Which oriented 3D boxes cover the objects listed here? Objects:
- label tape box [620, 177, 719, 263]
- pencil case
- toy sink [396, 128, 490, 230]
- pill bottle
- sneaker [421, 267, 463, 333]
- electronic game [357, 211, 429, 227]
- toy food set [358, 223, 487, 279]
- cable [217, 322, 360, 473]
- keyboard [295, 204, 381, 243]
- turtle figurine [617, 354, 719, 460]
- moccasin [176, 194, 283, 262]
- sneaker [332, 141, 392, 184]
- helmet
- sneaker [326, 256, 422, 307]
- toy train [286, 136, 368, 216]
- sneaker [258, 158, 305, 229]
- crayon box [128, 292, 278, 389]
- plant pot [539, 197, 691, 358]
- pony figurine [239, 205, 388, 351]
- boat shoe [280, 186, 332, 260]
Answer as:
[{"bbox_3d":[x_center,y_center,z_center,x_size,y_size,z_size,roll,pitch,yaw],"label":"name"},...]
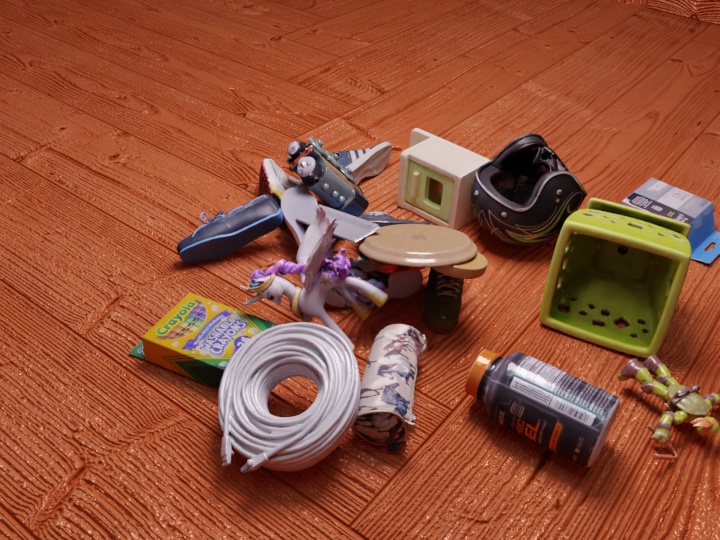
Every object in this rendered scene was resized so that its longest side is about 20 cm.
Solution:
[{"bbox_3d":[0.644,-0.104,1.480,0.200,0.066,0.143,30,44,33],"label":"label tape box"},{"bbox_3d":[0.047,0.161,1.056,0.089,0.078,0.200,9,37,7],"label":"pencil case"},{"bbox_3d":[0.146,-0.187,1.492,0.200,0.131,0.112,32,45,31],"label":"toy sink"},{"bbox_3d":[0.248,0.183,1.023,0.199,0.107,0.106,24,41,26],"label":"pill bottle"},{"bbox_3d":[0.146,0.010,1.258,0.067,0.090,0.200,9,37,5],"label":"sneaker"},{"bbox_3d":[0.029,-0.088,1.356,0.199,0.042,0.200,4,5,0],"label":"electronic game"},{"bbox_3d":[0.095,-0.032,1.187,0.199,0.049,0.198,-4,19,-12],"label":"toy food set"},{"bbox_3d":[-0.094,0.168,0.983,0.199,0.069,0.201,-17,53,3],"label":"cable"},{"bbox_3d":[-0.042,-0.081,1.252,0.056,0.011,0.200,-35,30,-21],"label":"keyboard"},{"bbox_3d":[0.457,0.192,1.064,0.199,0.065,0.161,-17,41,-25],"label":"turtle figurine"},{"bbox_3d":[-0.240,-0.076,1.331,0.199,0.081,0.068,-22,64,-14],"label":"moccasin"},{"bbox_3d":[-0.012,-0.240,1.592,0.084,0.075,0.200,31,44,25],"label":"sneaker"},{"bbox_3d":[0.311,-0.141,1.394,0.191,0.200,0.200,-40,36,16],"label":"helmet"},{"bbox_3d":[0.000,0.000,1.276,0.199,0.075,0.115,-5,36,-19],"label":"sneaker"},{"bbox_3d":[-0.063,-0.177,1.424,0.085,0.200,0.114,-40,50,11],"label":"toy train"},{"bbox_3d":[-0.151,-0.156,1.478,0.082,0.078,0.200,-11,48,-26],"label":"sneaker"},{"bbox_3d":[-0.242,0.106,1.126,0.199,0.052,0.126,17,38,18],"label":"crayon box"},{"bbox_3d":[0.432,-0.003,1.222,0.198,0.201,0.181,19,33,20],"label":"plant pot"},{"bbox_3d":[-0.062,0.015,1.134,0.200,0.193,0.167,33,1,-11],"label":"pony figurine"},{"bbox_3d":[-0.097,-0.069,1.348,0.070,0.066,0.200,-16,52,-16],"label":"boat shoe"}]
